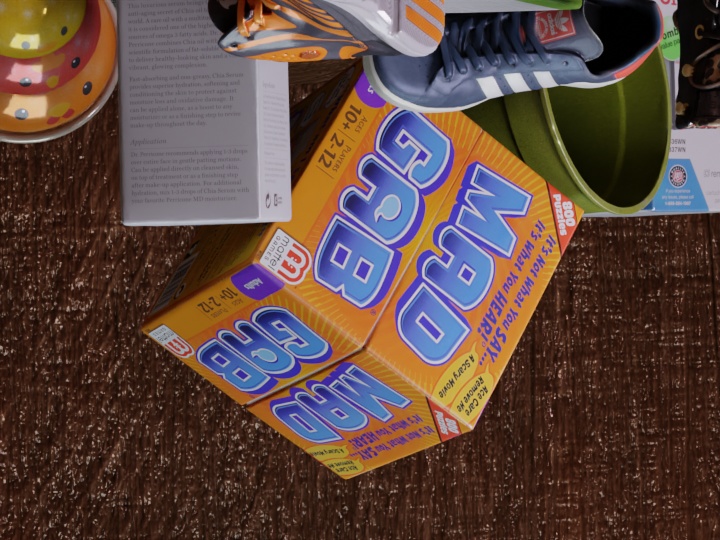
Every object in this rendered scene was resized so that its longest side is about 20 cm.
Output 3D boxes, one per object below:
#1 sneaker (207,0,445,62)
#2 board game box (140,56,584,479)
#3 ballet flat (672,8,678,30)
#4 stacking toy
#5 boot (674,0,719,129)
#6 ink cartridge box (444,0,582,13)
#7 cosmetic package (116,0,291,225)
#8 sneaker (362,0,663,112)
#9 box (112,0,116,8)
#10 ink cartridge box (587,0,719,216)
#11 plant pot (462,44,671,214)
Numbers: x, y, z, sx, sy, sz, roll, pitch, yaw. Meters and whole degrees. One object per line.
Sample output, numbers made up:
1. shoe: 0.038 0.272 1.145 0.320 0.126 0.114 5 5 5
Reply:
1. sneaker: -0.049 -0.159 1.302 0.112 0.078 0.200 -9 151 32
2. board game box: 0.000 0.000 1.777 0.200 0.201 0.200 37 152 -14
3. ballet flat: 0.255 -0.193 1.519 0.068 0.072 0.200 -51 -179 -35
4. stacking toy: -0.236 -0.183 1.686 0.145 0.147 0.200 -1 165 -6
5. boot: 0.202 -0.154 1.330 0.073 0.152 0.200 -1 -178 6
6. ink cartridge box: 0.017 -0.193 1.443 0.199 0.076 0.148 1 -178 22
7. cosmetic package: -0.104 -0.131 1.618 0.101 0.201 0.071 -1 -179 16
8. sneaker: 0.100 -0.147 1.528 0.199 0.075 0.084 -11 175 -25
9. box: -0.269 -0.218 1.977 0.136 0.040 0.200 -3 -178 -32
10. ink cartridge box: 0.245 -0.149 2.117 0.146 0.201 0.146 -2 180 -42
11. plant pot: 0.107 -0.127 1.860 0.192 0.202 0.200 -10 176 34
